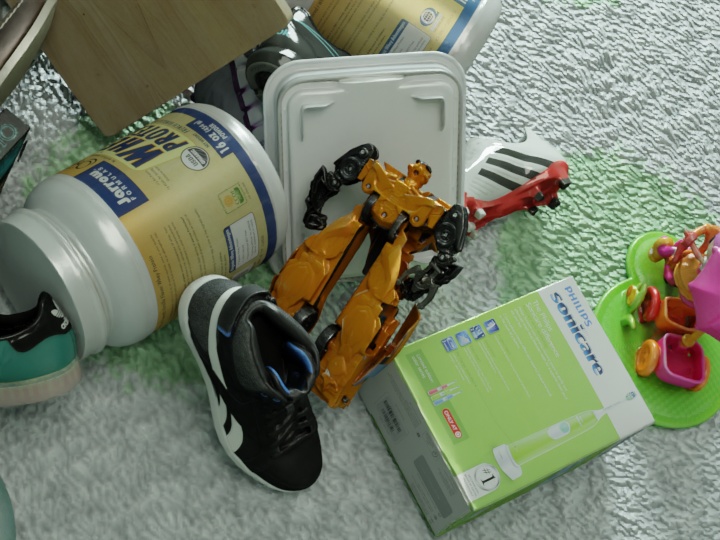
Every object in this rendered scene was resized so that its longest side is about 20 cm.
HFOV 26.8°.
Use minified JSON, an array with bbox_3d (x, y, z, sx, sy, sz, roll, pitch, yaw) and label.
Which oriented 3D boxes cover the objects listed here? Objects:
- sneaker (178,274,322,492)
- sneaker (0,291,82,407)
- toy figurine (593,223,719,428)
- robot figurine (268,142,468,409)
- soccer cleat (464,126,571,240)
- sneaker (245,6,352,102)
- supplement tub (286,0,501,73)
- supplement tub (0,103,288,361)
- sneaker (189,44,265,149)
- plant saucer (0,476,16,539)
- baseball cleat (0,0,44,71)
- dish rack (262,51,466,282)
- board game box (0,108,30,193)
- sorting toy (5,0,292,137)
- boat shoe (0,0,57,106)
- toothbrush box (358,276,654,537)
[{"bbox_3d":[-0.064,0.101,1.137,0.073,0.112,0.200,-38,119,-23],"label":"sneaker"},{"bbox_3d":[-0.307,0.061,1.094,0.200,0.071,0.080,-11,114,-8],"label":"sneaker"},{"bbox_3d":[0.312,0.017,1.333,0.150,0.184,0.200,17,61,-14],"label":"toy figurine"},{"bbox_3d":[0.000,0.000,1.197,0.145,0.058,0.200,36,98,20],"label":"robot figurine"},{"bbox_3d":[0.100,-0.077,1.364,0.200,0.069,0.085,-19,61,-28],"label":"soccer cleat"},{"bbox_3d":[-0.013,-0.142,1.291,0.200,0.075,0.079,46,51,-37],"label":"sneaker"},{"bbox_3d":[0.009,-0.235,1.349,0.200,0.145,0.145,33,59,-5],"label":"supplement tub"},{"bbox_3d":[-0.172,-0.029,1.180,0.200,0.144,0.144,-34,82,-31],"label":"supplement tub"},{"bbox_3d":[-0.099,-0.131,1.316,0.074,0.087,0.200,-20,96,-55],"label":"sneaker"},{"bbox_3d":[-0.344,0.186,1.072,0.201,0.039,0.201,9,63,-18],"label":"plant saucer"},{"bbox_3d":[-0.302,-0.241,1.283,0.106,0.070,0.200,22,64,-27],"label":"baseball cleat"},{"bbox_3d":[0.008,-0.076,1.244,0.171,0.200,0.044,-5,25,-9],"label":"dish rack"},{"bbox_3d":[-0.327,-0.020,1.119,0.028,0.135,0.200,39,59,-5],"label":"board game box"},{"bbox_3d":[-0.180,-0.245,1.225,0.200,0.199,0.070,56,26,-14],"label":"sorting toy"},{"bbox_3d":[-0.312,-0.142,1.191,0.059,0.072,0.200,33,86,-5],"label":"boat shoe"},{"bbox_3d":[0.122,0.112,1.268,0.200,0.086,0.146,-22,75,-28],"label":"toothbrush box"}]
